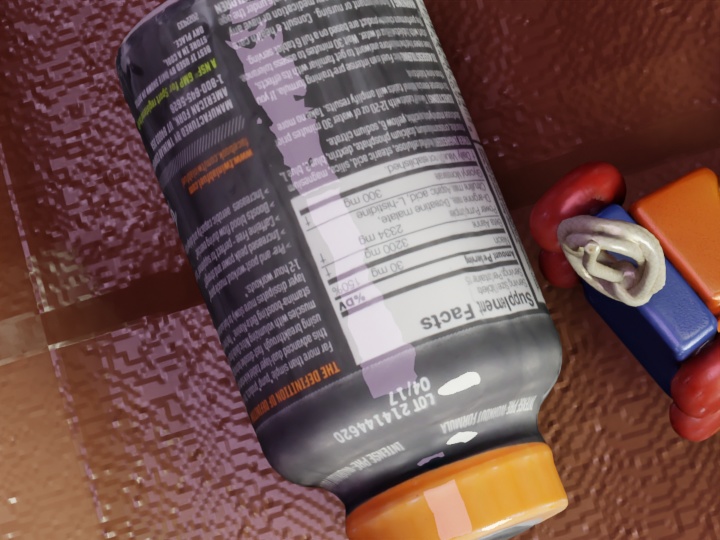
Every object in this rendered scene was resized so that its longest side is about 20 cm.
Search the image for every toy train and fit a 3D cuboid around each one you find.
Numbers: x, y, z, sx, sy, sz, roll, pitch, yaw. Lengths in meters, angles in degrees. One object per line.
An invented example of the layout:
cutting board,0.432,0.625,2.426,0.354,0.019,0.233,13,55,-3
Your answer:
toy train,0.119,-0.021,0.811,0.116,0.200,0.085,-40,79,-2

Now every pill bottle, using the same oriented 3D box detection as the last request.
pill bottle,0.000,0.000,0.874,0.106,0.106,0.200,-22,80,6
